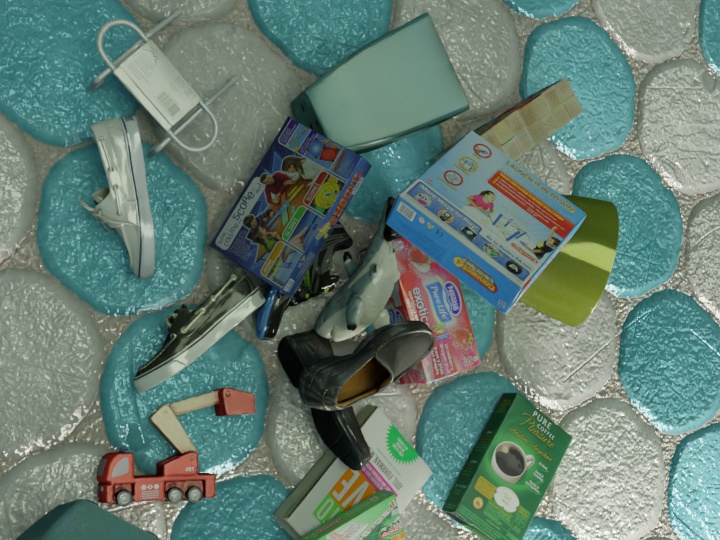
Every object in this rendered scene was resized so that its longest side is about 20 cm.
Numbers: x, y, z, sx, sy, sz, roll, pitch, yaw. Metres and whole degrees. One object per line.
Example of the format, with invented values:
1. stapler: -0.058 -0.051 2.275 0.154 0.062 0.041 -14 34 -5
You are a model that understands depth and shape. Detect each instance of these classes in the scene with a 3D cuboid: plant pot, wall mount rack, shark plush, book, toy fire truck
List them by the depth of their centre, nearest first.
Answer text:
1. plant pot: -0.327 0.377 1.296 0.195 0.195 0.202 32 63 -18
2. toy fire truck: -0.232 0.220 1.433 0.198 0.049 0.143 2 82 -24
3. wall mount rack: -0.248 -0.250 1.476 0.174 0.074 0.200 -45 103 -19
4. shark plush: 0.000 0.000 1.491 0.090 0.083 0.202 0 108 -52
5. book: -0.006 0.302 1.538 0.134 0.048 0.200 50 66 -18
6. plant pot: 0.016 -0.236 1.562 0.198 0.141 0.143 -27 95 -18
7. plant pot: 0.241 -0.038 1.636 0.198 0.187 0.189 17 76 -8

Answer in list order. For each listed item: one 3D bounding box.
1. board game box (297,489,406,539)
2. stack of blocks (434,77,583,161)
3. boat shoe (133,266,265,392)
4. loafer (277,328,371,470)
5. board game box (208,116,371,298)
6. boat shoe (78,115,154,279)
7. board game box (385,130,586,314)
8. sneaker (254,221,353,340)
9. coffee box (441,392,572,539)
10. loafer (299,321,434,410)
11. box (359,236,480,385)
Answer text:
1. board game box: -0.022 0.392 1.486 0.199 0.029 0.136 -24 106 -32
2. stack of blocks: 0.218 -0.199 1.663 0.199 0.115 0.059 -35 99 -30
3. boat shoe: -0.215 0.074 1.442 0.199 0.071 0.064 -40 97 -15
4. loafer: -0.032 0.165 1.504 0.072 0.073 0.202 -21 77 -31
5. board game box: -0.092 -0.084 1.471 0.201 0.135 0.034 -58 151 -2
6. boat shoe: -0.307 -0.086 1.414 0.085 0.075 0.205 -9 105 -17
7. board game box: 0.167 -0.068 1.491 0.199 0.056 0.196 38 46 11
8. sneaker: -0.075 0.012 1.522 0.082 0.071 0.201 38 66 -10
9. coffee box: 0.214 0.292 1.640 0.123 0.044 0.201 37 70 -18
10. loafer: 0.021 0.127 1.440 0.199 0.072 0.074 -28 117 -26
11. box: 0.082 0.050 1.577 0.095 0.099 0.202 -16 90 -26
